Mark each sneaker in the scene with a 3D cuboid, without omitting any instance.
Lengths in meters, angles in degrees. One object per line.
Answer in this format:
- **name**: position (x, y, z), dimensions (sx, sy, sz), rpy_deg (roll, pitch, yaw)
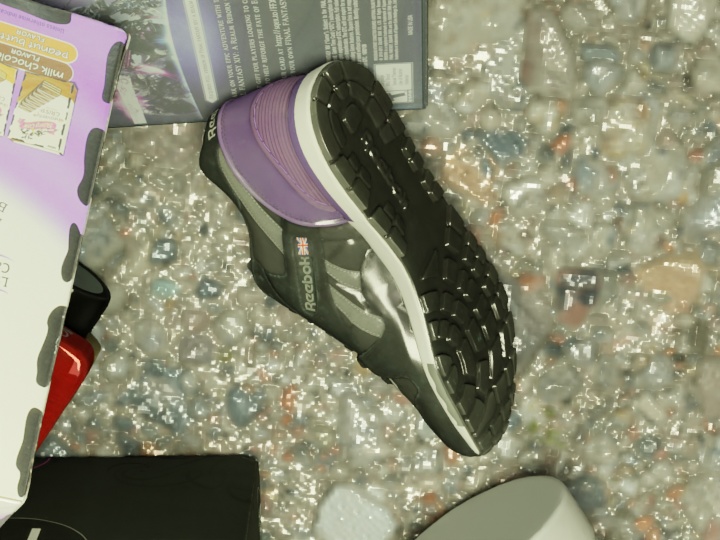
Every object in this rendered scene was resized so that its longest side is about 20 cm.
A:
- **sneaker**: position (0.000, 0.000, 0.799), dimensions (0.087, 0.076, 0.200), rpy_deg (-13, 116, 35)

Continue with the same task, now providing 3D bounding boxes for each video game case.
- **video game case**: position (-0.071, -0.104, 0.737), dimensions (0.199, 0.143, 0.019), rpy_deg (-3, 65, 1)

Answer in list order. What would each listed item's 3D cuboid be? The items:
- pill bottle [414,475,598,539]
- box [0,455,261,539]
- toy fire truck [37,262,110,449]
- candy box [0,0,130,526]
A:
- **pill bottle**: position (0.102, 0.203, 0.811), dimensions (0.113, 0.113, 0.200), rpy_deg (-31, 102, 6)
- **box**: position (-0.119, 0.167, 0.756), dimensions (0.148, 0.200, 0.125), rpy_deg (1, 102, 0)
- **toy fire truck**: position (-0.212, 0.037, 0.726), dimensions (0.176, 0.200, 0.129), rpy_deg (34, 100, -8)
- **candy box**: position (-0.192, -0.016, 0.661), dimensions (0.167, 0.072, 0.200), rpy_deg (17, 65, -17)
